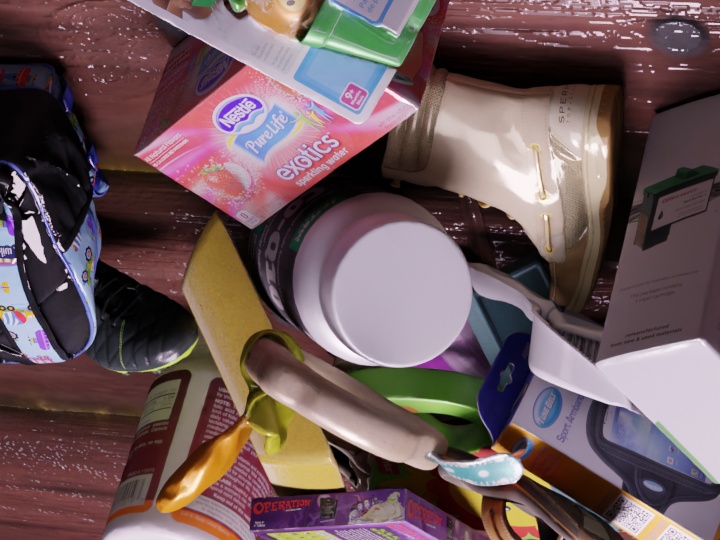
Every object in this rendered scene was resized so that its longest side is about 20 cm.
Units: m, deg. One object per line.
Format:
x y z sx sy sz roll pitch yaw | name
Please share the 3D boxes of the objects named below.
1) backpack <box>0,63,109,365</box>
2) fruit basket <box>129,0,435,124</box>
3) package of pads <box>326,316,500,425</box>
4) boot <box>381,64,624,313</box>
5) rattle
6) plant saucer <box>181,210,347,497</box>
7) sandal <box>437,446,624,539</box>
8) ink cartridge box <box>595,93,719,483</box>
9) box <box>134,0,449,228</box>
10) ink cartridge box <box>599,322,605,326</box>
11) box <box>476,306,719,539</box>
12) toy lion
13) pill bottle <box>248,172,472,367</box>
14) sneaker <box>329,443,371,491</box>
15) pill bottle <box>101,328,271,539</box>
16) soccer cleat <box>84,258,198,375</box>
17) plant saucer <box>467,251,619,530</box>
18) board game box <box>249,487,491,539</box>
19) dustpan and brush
-0.261 -0.031 1.753 0.181 0.135 0.201 -2 134 22 | backpack
-0.038 -0.206 1.411 0.199 0.186 0.094 28 -173 -18 | fruit basket
0.082 0.077 1.841 0.120 0.076 0.200 -15 135 38 | package of pads
0.092 -0.056 1.648 0.154 0.073 0.201 9 144 9 | boot
-0.006 0.135 1.609 0.199 0.144 0.130 31 166 -22 | rattle
-0.071 0.081 1.770 0.048 0.201 0.200 -24 162 -4 | plant saucer
0.107 0.167 1.671 0.081 0.055 0.200 29 176 -33 | sandal
0.236 0.008 1.569 0.084 0.201 0.146 -15 135 38 | ink cartridge box
-0.046 -0.123 1.589 0.102 0.095 0.200 32 143 -22 | box
0.264 0.107 1.808 0.164 0.076 0.200 -19 132 42 | ink cartridge box
0.178 0.110 1.688 0.199 0.119 0.042 33 138 -3 | box
0.084 0.135 1.806 0.190 0.069 0.200 1 146 16 | toy lion
0.000 0.000 1.652 0.113 0.114 0.200 28 179 -18 | pill bottle
0.027 0.148 1.966 0.198 0.076 0.071 10 146 10 | sneaker
-0.119 0.143 1.905 0.113 0.201 0.115 11 147 8 | pill bottle
-0.199 0.020 1.837 0.199 0.068 0.081 21 148 42 | soccer cleat
0.141 0.089 1.741 0.201 0.070 0.019 64 165 4 | plant saucer
0.013 0.194 1.804 0.119 0.033 0.200 -1 162 22 | board game box
0.138 0.044 1.642 0.199 0.058 0.139 18 -175 34 | dustpan and brush
